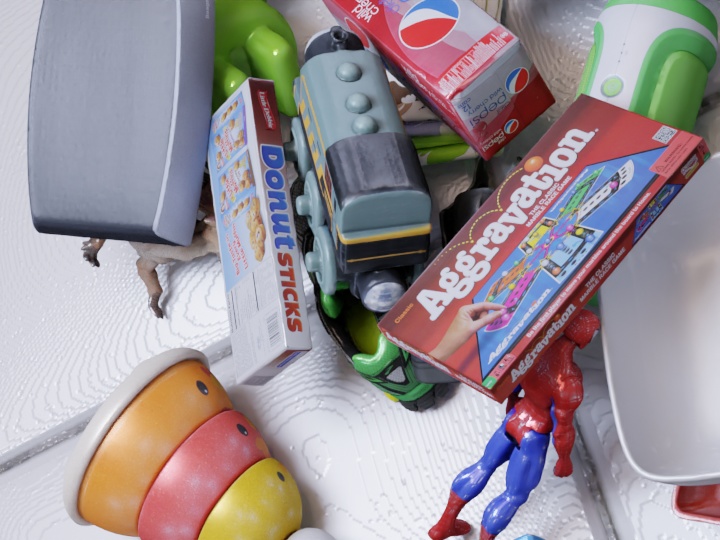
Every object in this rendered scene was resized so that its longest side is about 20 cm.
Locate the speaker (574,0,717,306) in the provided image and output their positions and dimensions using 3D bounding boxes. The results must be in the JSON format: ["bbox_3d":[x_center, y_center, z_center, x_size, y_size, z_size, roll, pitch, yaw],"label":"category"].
[{"bbox_3d":[0.172,-0.080,1.169,0.088,0.088,0.200,10,75,33],"label":"speaker"}]

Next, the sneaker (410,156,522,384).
[{"bbox_3d":[0.073,-0.004,1.148,0.060,0.200,0.104,-4,104,22],"label":"sneaker"}]

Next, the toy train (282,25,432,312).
[{"bbox_3d":[-0.001,-0.070,1.180,0.085,0.114,0.200,-6,49,-9],"label":"toy train"}]

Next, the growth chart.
[{"bbox_3d":[0.041,-0.153,1.306,0.145,0.018,0.200,-11,57,25],"label":"growth chart"}]

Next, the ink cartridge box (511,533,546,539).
[{"bbox_3d":[0.085,0.281,1.072,0.146,0.086,0.200,-27,57,18],"label":"ink cartridge box"}]

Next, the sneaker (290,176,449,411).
[{"bbox_3d":[0.000,0.000,1.238,0.078,0.085,0.200,-38,54,12],"label":"sneaker"}]

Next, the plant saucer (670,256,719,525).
[{"bbox_3d":[0.300,0.068,1.064,0.200,0.037,0.200,5,74,32],"label":"plant saucer"}]

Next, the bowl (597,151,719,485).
[{"bbox_3d":[0.246,0.027,1.045,0.200,0.075,0.200,-16,63,25],"label":"bowl"}]

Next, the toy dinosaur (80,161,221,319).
[{"bbox_3d":[-0.148,-0.059,1.335,0.136,0.086,0.200,-40,69,9],"label":"toy dinosaur"}]

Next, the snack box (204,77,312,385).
[{"bbox_3d":[-0.072,-0.027,1.219,0.072,0.024,0.200,-39,54,51],"label":"snack box"}]

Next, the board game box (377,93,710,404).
[{"bbox_3d":[0.109,-0.018,1.072,0.200,0.019,0.103,-49,42,-13],"label":"board game box"}]

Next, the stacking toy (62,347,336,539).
[{"bbox_3d":[-0.089,0.159,1.223,0.200,0.146,0.146,34,89,16],"label":"stacking toy"}]

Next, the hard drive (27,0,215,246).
[{"bbox_3d":[-0.174,-0.121,1.270,0.135,0.042,0.200,6,92,17],"label":"hard drive"}]

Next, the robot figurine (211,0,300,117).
[{"bbox_3d":[-0.128,-0.171,1.364,0.175,0.116,0.200,-39,51,-18],"label":"robot figurine"}]

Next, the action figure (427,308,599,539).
[{"bbox_3d":[0.102,0.103,1.107,0.065,0.052,0.200,53,136,38],"label":"action figure"}]

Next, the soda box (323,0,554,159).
[{"bbox_3d":[0.045,-0.162,1.237,0.063,0.070,0.200,-40,46,-2],"label":"soda box"}]
